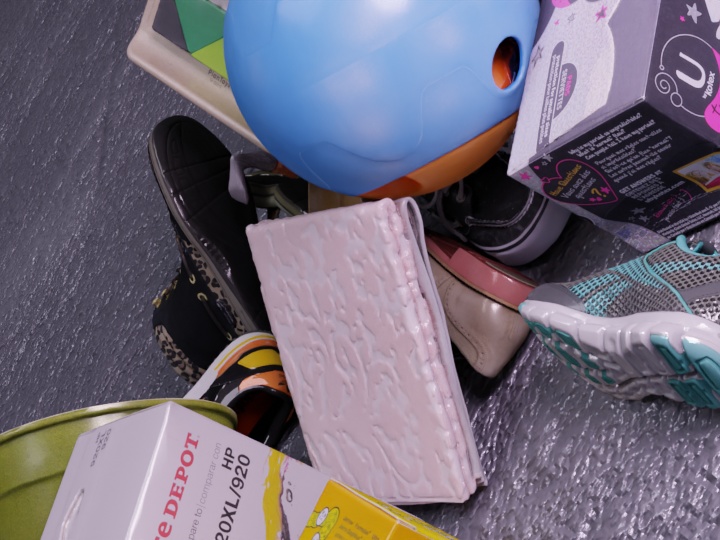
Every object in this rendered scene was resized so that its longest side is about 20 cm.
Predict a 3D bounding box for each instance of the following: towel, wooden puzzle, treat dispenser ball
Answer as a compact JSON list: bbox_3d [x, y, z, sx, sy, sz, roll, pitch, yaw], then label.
[{"bbox_3d":[0.001,0.055,1.369,0.191,0.032,0.200,-10,96,59],"label":"towel"},{"bbox_3d":[-0.081,-0.208,1.508,0.185,0.037,0.200,35,110,33],"label":"wooden puzzle"},{"bbox_3d":[0.014,-0.144,1.318,0.201,0.201,0.201,-45,29,33],"label":"treat dispenser ball"}]

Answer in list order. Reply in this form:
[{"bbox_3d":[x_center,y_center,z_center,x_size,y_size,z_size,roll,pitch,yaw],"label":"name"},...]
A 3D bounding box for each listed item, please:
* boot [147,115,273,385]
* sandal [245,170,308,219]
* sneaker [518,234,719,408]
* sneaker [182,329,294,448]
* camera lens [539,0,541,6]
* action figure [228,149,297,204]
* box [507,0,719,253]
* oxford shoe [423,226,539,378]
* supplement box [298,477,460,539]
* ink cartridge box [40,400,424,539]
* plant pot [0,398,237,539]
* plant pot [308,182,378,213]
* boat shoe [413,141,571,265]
[{"bbox_3d":[-0.136,-0.009,1.692,0.073,0.204,0.154,-27,-5,-36],"label":"boot"},{"bbox_3d":[-0.043,-0.046,1.676,0.201,0.080,0.057,-161,64,-64],"label":"sandal"},{"bbox_3d":[0.167,0.022,1.183,0.091,0.078,0.200,-51,24,-15],"label":"sneaker"},{"bbox_3d":[-0.116,0.141,1.603,0.200,0.070,0.090,-53,23,15],"label":"sneaker"},{"bbox_3d":[0.092,-0.253,1.489,0.200,0.160,0.160,-28,41,48],"label":"camera lens"},{"bbox_3d":[0.005,-0.135,1.593,0.200,0.105,0.193,-29,13,44],"label":"action figure"},{"bbox_3d":[0.179,-0.135,1.249,0.132,0.115,0.200,-29,40,51],"label":"box"},{"bbox_3d":[0.052,0.016,1.403,0.075,0.070,0.200,-66,22,4],"label":"oxford shoe"},{"bbox_3d":[-0.001,0.240,1.217,0.200,0.109,0.109,-63,24,-3],"label":"supplement box"},{"bbox_3d":[-0.091,0.196,1.332,0.145,0.200,0.147,-24,44,55],"label":"ink cartridge box"},{"bbox_3d":[-0.165,0.213,1.470,0.200,0.200,0.193,-34,63,47],"label":"plant pot"},{"bbox_3d":[0.000,0.000,1.463,0.200,0.027,0.200,171,90,-77],"label":"plant pot"},{"bbox_3d":[0.077,-0.058,1.430,0.074,0.068,0.199,-60,24,4],"label":"boat shoe"}]
